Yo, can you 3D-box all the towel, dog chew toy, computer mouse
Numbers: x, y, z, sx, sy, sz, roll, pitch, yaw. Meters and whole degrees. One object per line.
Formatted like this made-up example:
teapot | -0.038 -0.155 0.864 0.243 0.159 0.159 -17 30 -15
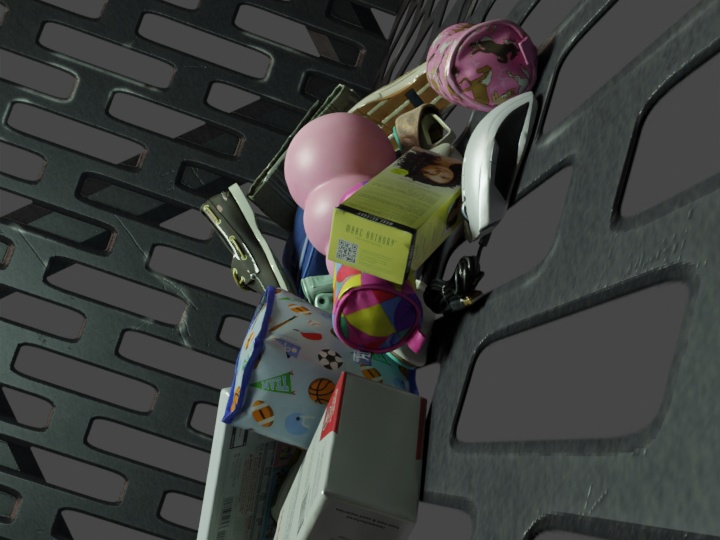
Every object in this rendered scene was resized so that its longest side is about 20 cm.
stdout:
towel | -0.030 -0.120 1.470 0.193 0.200 0.035 -49 42 -1
dog chew toy | -0.011 -0.067 1.216 0.125 0.124 0.201 118 143 -58
computer mouse | 0.099 -0.062 0.963 0.110 0.044 0.201 134 154 -80

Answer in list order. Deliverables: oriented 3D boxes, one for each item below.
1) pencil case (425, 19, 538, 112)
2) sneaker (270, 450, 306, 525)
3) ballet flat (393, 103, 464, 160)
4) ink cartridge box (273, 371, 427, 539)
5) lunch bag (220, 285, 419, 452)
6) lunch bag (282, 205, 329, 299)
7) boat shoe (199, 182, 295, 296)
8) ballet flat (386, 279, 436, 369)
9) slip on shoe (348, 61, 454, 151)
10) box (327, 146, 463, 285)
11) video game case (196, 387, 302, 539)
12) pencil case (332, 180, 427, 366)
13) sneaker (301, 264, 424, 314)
pencil case | 0.112 -0.194 1.072 0.087 0.082 0.200 -61 7 10
sneaker | -0.022 0.211 1.256 0.088 0.077 0.201 24 93 51
ballet flat | 0.077 -0.125 1.253 0.067 0.068 0.201 -31 37 18
ink cartridge box | -0.017 0.214 0.986 0.145 0.083 0.201 -80 11 -52
lunch bag | -0.038 0.101 1.137 0.200 0.169 0.124 -89 24 -68
lunch bag | -0.005 -0.042 1.402 0.132 0.135 0.201 -124 48 -62
boat shoe | -0.134 -0.012 1.398 0.202 0.060 0.072 61 176 24
ballet flat | 0.043 0.040 1.119 0.200 0.069 0.070 -103 32 -81
slip on shoe | 0.059 -0.202 1.366 0.200 0.076 0.061 -35 8 27
box | 0.043 -0.054 1.007 0.200 0.075 0.050 -46 -30 -59
video game case | -0.095 0.214 1.276 0.022 0.181 0.201 26 112 42
pencil case | 0.016 -0.003 1.053 0.201 0.088 0.089 -90 19 -55
sneaker | 0.000 0.000 1.273 0.074 0.117 0.202 -143 68 -67
